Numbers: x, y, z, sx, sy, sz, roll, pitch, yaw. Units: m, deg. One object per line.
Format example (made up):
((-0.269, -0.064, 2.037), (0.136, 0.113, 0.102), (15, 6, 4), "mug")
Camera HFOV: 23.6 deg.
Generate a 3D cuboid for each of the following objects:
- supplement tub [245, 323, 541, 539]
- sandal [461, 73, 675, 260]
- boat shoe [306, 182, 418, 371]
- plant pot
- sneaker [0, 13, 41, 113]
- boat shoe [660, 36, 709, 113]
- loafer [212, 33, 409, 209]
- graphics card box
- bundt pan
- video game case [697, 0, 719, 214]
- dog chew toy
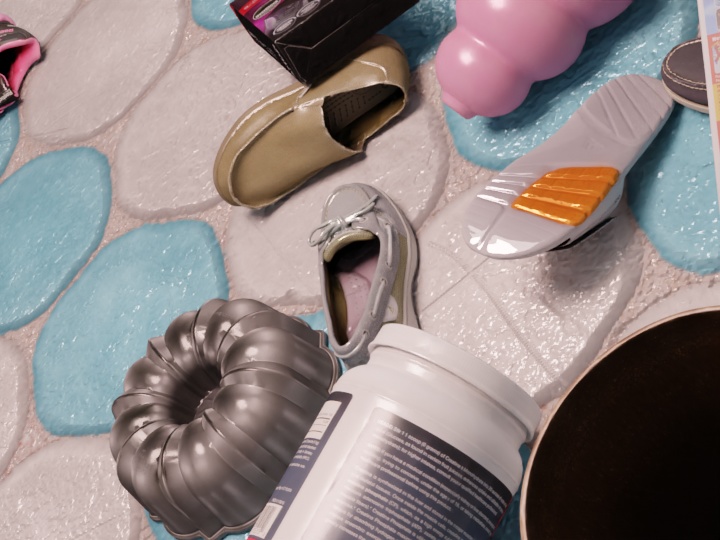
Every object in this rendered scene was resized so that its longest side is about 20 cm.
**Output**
((0.019, 0.151, 1.126), (0.140, 0.140, 0.200), (16, 70, 47), "supplement tub")
((0.160, -0.061, 1.244), (0.079, 0.059, 0.207), (31, 60, 34), "sandal")
((-0.001, 0.001, 1.324), (0.074, 0.065, 0.202), (-27, 44, 23), "boat shoe")
((0.214, 0.149, 0.905), (0.187, 0.200, 0.187), (-24, 45, 26), "plant pot")
((-0.414, -0.186, 1.851), (0.095, 0.079, 0.200), (22, 76, 37), "sneaker")
((0.288, -0.150, 1.186), (0.200, 0.063, 0.073), (7, 63, 43), "boat shoe")
((-0.040, -0.120, 1.450), (0.200, 0.076, 0.067), (-41, 34, 9), "loafer")
((-0.036, -0.234, 1.504), (0.125, 0.051, 0.200), (-35, 25, -2), "graphics card box")
((-0.116, 0.104, 1.337), (0.202, 0.076, 0.202), (-24, 45, 26), "bundt pan")
((0.292, -0.127, 1.124), (0.143, 0.017, 0.200), (-10, 82, 40), "video game case")
((0.132, -0.205, 1.336), (0.200, 0.124, 0.125), (-55, 39, 5), "dog chew toy")
